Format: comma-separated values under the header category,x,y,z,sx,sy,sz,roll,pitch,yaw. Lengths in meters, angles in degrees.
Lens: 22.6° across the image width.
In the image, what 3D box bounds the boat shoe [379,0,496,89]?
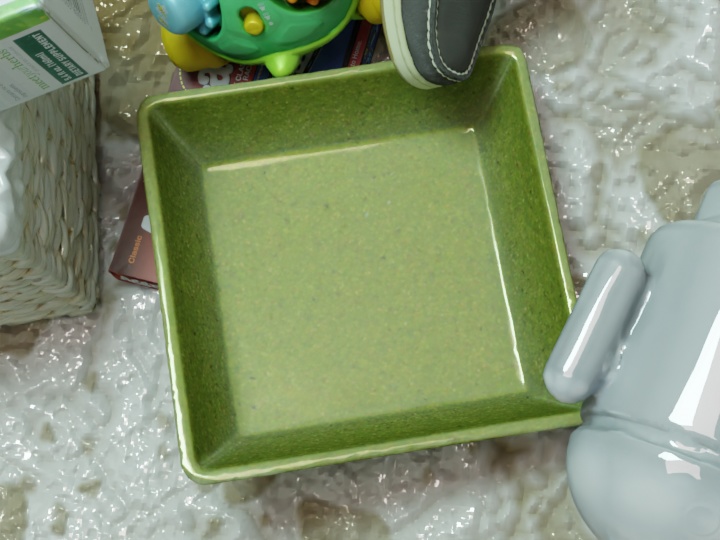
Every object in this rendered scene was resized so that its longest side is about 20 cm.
category,x,y,z,sx,sy,sz,roll,pitch,yaw
boat shoe,0.061,-0.187,0.870,0.066,0.072,0.202,8,85,35

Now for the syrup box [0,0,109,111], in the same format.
category,x,y,z,sx,sy,sz,roll,pitch,yaw
syrup box,-0.224,-0.101,0.807,0.199,0.079,0.082,-21,71,8

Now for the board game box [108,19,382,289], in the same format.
category,x,y,z,sx,sy,sz,roll,pitch,yaw
board game box,-0.057,-0.080,0.962,0.102,0.019,0.201,12,77,18

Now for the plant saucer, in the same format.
category,x,y,z,sx,sy,sz,roll,pitch,yaw
plant saucer,0.000,0.000,0.891,0.198,0.048,0.201,-8,70,-4

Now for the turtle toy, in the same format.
category,x,y,z,sx,sy,sz,roll,pitch,yaw
turtle toy,-0.059,-0.195,0.909,0.145,0.101,0.201,-13,85,21

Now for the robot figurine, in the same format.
category,x,y,z,sx,sy,sz,roll,pitch,yaw
robot figurine,0.163,0.056,0.815,0.169,0.113,0.201,27,78,-15

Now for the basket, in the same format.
category,x,y,z,sx,sy,sz,roll,pitch,yaw
basket,-0.244,-0.068,0.929,0.197,0.161,0.201,-9,71,11
